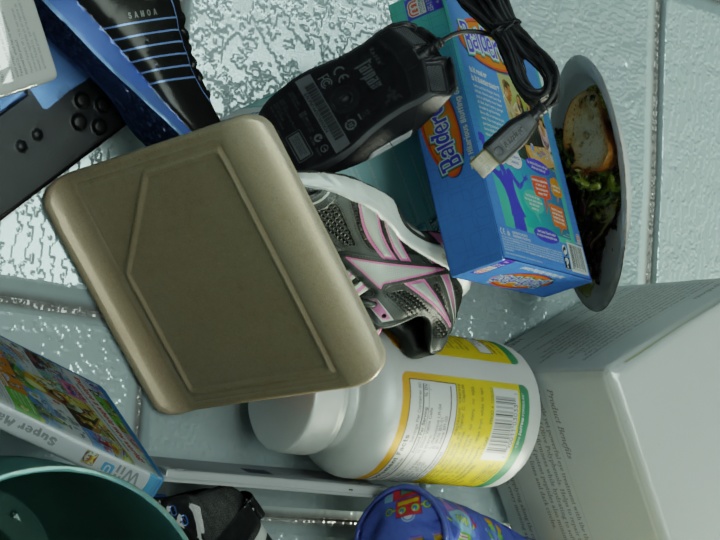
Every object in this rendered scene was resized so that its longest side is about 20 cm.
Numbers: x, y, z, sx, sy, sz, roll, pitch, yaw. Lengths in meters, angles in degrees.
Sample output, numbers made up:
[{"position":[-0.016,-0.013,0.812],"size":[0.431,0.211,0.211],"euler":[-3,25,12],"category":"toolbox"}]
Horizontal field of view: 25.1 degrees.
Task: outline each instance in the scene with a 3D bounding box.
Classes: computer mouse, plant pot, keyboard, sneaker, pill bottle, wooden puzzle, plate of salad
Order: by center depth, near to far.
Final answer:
[{"position":[-0.212,0.198,0.943],"size":[0.200,0.161,0.201],"euler":[-3,96,-30],"category":"plant pot"},{"position":[-0.094,0.000,1.043],"size":[0.037,0.200,0.185],"euler":[-44,112,-47],"category":"wooden puzzle"},{"position":[-0.135,-0.141,1.061],"size":[0.200,0.070,0.078],"euler":[48,69,-23],"category":"sneaker"},{"position":[0.037,-0.101,1.067],"size":[0.200,0.141,0.046],"euler":[-37,155,2],"category":"computer mouse"},{"position":[-0.140,0.212,1.071],"size":[0.200,0.073,0.112],"euler":[-33,103,-43],"category":"sneaker"},{"position":[0.000,0.000,1.075],"size":[0.200,0.080,0.087],"euler":[25,67,-33],"category":"sneaker"},{"position":[-0.068,0.145,1.134],"size":[0.200,0.056,0.011],"euler":[11,89,-37],"category":"keyboard"},{"position":[0.024,0.097,1.173],"size":[0.200,0.113,0.113],"euler":[9,81,-37],"category":"pill bottle"},{"position":[0.166,-0.067,1.262],"size":[0.048,0.200,0.201],"euler":[-6,90,-9],"category":"plate of salad"}]

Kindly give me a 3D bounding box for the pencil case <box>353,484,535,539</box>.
[{"position":[0.080,0.221,1.197],"size":[0.200,0.078,0.087],"euler":[31,27,-48],"category":"pencil case"}]

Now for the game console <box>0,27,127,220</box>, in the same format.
[{"position":[-0.239,-0.153,1.045],"size":[0.177,0.031,0.200],"euler":[-43,111,-32],"category":"game console"}]

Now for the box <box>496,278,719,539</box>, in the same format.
[{"position":[0.226,0.131,1.288],"size":[0.200,0.171,0.200],"euler":[-27,103,-35],"category":"box"}]

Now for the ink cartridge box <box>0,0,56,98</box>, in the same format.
[{"position":[-0.295,-0.138,0.956],"size":[0.200,0.067,0.117],"euler":[-22,101,-30],"category":"ink cartridge box"}]

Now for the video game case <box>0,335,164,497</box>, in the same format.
[{"position":[-0.221,0.064,0.975],"size":[0.200,0.143,0.018],"euler":[31,94,-31],"category":"video game case"}]

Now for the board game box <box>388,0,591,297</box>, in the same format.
[{"position":[0.094,-0.088,1.147],"size":[0.152,0.045,0.201],"euler":[13,62,-58],"category":"board game box"}]

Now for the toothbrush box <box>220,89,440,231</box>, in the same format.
[{"position":[-0.008,-0.072,1.180],"size":[0.200,0.085,0.147],"euler":[-32,106,-35],"category":"toothbrush box"}]
